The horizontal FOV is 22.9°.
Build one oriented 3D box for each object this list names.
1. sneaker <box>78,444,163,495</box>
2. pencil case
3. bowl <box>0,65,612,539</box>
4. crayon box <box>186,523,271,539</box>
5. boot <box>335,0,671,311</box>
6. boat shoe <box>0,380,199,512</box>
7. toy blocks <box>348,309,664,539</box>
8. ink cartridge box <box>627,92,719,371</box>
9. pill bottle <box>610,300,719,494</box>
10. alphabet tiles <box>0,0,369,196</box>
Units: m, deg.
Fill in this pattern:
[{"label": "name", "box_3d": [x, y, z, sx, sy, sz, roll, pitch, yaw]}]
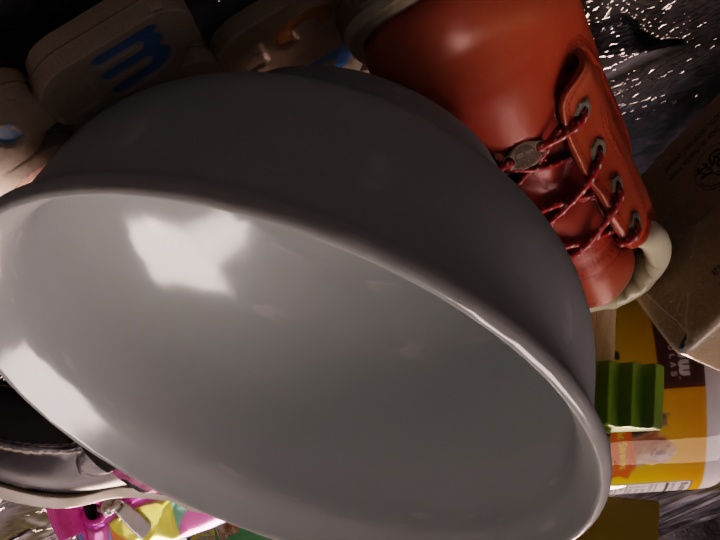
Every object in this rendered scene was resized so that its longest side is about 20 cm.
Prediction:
[{"label": "sneaker", "box_3d": [-0.015, 0.026, 0.710, 0.199, 0.080, 0.087, -17, 139, -40]}, {"label": "pencil case", "box_3d": [-0.067, 0.091, 0.924, 0.198, 0.089, 0.088, -20, 165, -12]}, {"label": "bowl", "box_3d": [-0.012, 0.003, 0.536, 0.199, 0.091, 0.202, 16, 150, 9]}, {"label": "crayon box", "box_3d": [0.007, 0.137, 1.166, 0.172, 0.059, 0.199, -2, 166, -45]}, {"label": "boot", "box_3d": [0.058, -0.044, 0.583, 0.075, 0.108, 0.200, -27, 162, 13]}, {"label": "boat shoe", "box_3d": [-0.108, 0.066, 0.812, 0.198, 0.073, 0.063, 10, 120, -25]}, {"label": "toy blocks", "box_3d": [0.032, 0.053, 0.667, 0.136, 0.202, 0.099, 16, 163, -41]}, {"label": "ink cartridge box", "box_3d": [0.213, -0.039, 0.686, 0.164, 0.075, 0.200, 21, 118, -45]}, {"label": "pill bottle", "box_3d": [0.130, 0.065, 0.954, 0.198, 0.110, 0.109, -4, 164, 0]}, {"label": "alphabet tiles", "box_3d": [-0.081, -0.031, 0.584, 0.195, 0.015, 0.200, -31, 164, 0]}]
